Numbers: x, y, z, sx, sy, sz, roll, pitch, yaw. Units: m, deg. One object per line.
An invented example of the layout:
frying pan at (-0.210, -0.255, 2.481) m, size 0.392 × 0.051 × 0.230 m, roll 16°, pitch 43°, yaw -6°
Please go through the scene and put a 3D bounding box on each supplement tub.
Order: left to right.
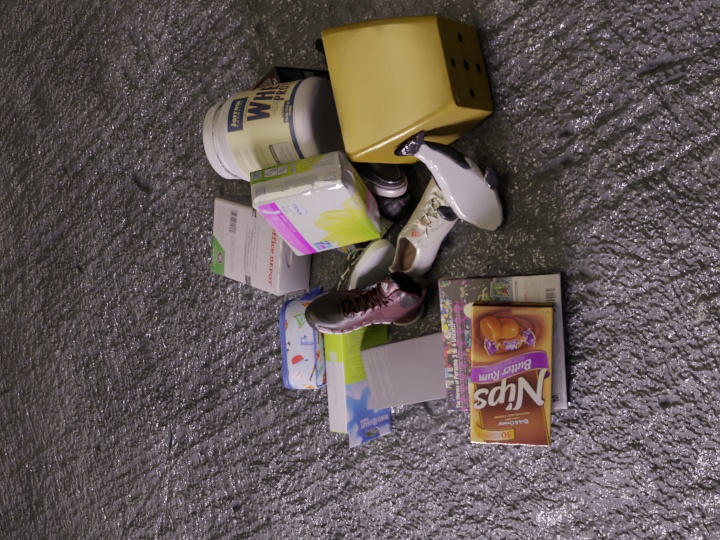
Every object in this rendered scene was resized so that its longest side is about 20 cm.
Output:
supplement tub at (-0.131, -0.216, 1.574) m, size 0.199 × 0.145 × 0.146 m, roll -5°, pitch 92°, yaw 29°

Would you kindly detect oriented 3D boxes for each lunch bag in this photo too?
lunch bag at (-0.083, 0.113, 1.726) m, size 0.075 × 0.200 × 0.161 m, roll -4°, pitch 95°, yaw 12°

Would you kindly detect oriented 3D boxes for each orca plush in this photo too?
orca plush at (0.134, -0.137, 1.513) m, size 0.106 × 0.199 × 0.071 m, roll -59°, pitch 20°, yaw 16°

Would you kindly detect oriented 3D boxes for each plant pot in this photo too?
plant pot at (0.085, -0.281, 1.513) m, size 0.176 × 0.200 × 0.201 m, roll -14°, pitch 87°, yaw 32°

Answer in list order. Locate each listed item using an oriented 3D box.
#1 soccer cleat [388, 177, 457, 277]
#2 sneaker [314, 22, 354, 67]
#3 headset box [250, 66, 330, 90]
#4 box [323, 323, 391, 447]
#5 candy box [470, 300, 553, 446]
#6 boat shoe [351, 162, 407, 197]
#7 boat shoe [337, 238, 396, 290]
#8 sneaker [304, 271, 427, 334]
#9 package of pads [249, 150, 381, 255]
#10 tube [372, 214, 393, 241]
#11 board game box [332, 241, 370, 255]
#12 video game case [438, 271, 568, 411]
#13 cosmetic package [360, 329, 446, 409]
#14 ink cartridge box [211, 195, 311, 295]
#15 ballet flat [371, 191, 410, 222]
soccer cleat at (0.106, -0.073, 1.589) m, size 0.069 × 0.077 × 0.201 m, roll 39°, pitch 121°, yaw 33°
sneaker at (0.019, -0.317, 1.644) m, size 0.201 × 0.088 × 0.074 m, roll 55°, pitch 159°, yaw -7°
headset box at (-0.139, -0.265, 1.747) m, size 0.200 × 0.148 × 0.075 m, roll -34°, pitch 71°, yaw 40°
box at (-0.002, 0.185, 1.699) m, size 0.047 × 0.122 × 0.202 m, roll 1°, pitch 97°, yaw 39°
candy box at (0.217, 0.147, 1.443) m, size 0.116 × 0.056 × 0.202 m, roll 0°, pitch 97°, yaw 11°
boat shoe at (0.005, -0.208, 1.613) m, size 0.200 × 0.074 × 0.093 m, roll 44°, pitch 147°, yaw 27°
boat shoe at (0.000, 0.000, 1.679) m, size 0.064 × 0.070 × 0.200 m, roll 59°, pitch 149°, yaw 23°
sneaker at (0.013, 0.040, 1.601) m, size 0.116 × 0.199 × 0.076 m, roll 109°, pitch 151°, yaw -58°
package of pads at (-0.061, -0.099, 1.547) m, size 0.154 × 0.200 × 0.069 m, roll -12°, pitch 64°, yaw 15°
tube at (-0.013, -0.139, 1.719) m, size 0.200 × 0.052 × 0.058 m, roll 50°, pitch 164°, yaw 21°
board game box at (-0.072, -0.112, 1.701) m, size 0.135 × 0.035 × 0.200 m, roll 19°, pitch 150°, yaw 41°
video game case at (0.211, 0.106, 1.487) m, size 0.180 × 0.036 × 0.202 m, roll -4°, pitch 94°, yaw 13°
cosmetic package at (0.103, 0.155, 1.622) m, size 0.199 × 0.090 × 0.108 m, roll -14°, pitch 87°, yaw 41°
ink cartridge box at (-0.183, -0.050, 1.864) m, size 0.199 × 0.084 × 0.147 m, roll 18°, pitch 109°, yaw 41°
ballet flat at (0.002, -0.153, 1.655) m, size 0.199 × 0.066 × 0.057 m, roll 34°, pitch 131°, yaw 12°
